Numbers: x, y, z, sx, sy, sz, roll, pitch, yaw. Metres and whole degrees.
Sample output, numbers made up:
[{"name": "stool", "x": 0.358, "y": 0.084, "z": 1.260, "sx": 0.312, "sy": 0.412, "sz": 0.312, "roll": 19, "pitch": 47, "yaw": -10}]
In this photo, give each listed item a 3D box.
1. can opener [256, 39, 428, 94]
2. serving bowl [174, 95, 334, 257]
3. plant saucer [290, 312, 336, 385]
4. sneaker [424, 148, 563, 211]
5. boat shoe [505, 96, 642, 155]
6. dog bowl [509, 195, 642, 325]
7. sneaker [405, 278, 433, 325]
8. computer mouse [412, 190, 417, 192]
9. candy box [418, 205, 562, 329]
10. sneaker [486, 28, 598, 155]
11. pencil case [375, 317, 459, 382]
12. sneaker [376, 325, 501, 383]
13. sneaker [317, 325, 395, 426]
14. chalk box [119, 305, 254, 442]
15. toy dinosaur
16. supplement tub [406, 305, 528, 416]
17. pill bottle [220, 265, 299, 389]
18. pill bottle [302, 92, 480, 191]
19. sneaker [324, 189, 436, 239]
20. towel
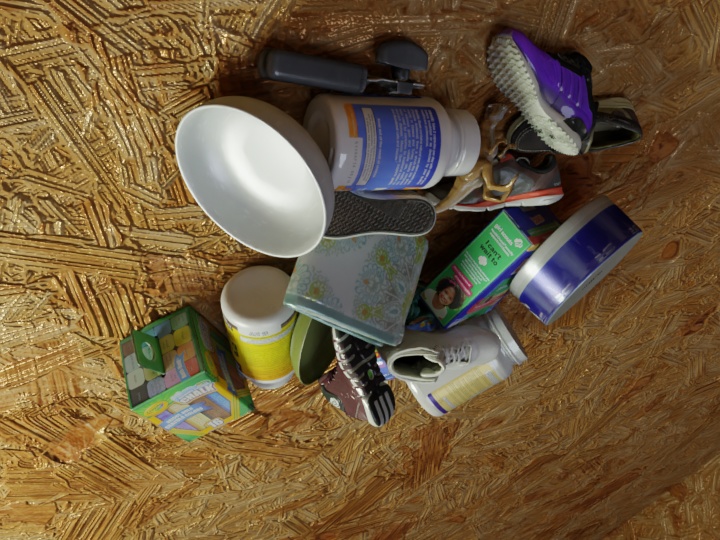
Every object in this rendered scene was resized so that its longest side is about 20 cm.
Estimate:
[{"name": "can opener", "x": -0.014, "y": -0.232, "z": 0.806, "sx": 0.199, "sy": 0.053, "sz": 0.067, "roll": 2, "pitch": 105, "yaw": -30}, {"name": "serving bowl", "x": -0.108, "y": -0.112, "z": 0.812, "sx": 0.066, "sy": 0.199, "sz": 0.201, "roll": -54, "pitch": 162, "yaw": -37}, {"name": "plant saucer", "x": -0.053, "y": 0.073, "z": 1.081, "sx": 0.200, "sy": 0.031, "sz": 0.201, "roll": -58, "pitch": 162, "yaw": -32}, {"name": "sneaker", "x": 0.187, "y": -0.131, "z": 1.031, "sx": 0.199, "sy": 0.077, "sz": 0.082, "roll": -6, "pitch": 103, "yaw": -5}, {"name": "boat shoe", "x": 0.300, "y": -0.193, "z": 1.000, "sx": 0.199, "sy": 0.065, "sz": 0.073, "roll": -14, "pitch": 144, "yaw": -12}, {"name": "dog bowl", "x": 0.322, "y": -0.013, "z": 1.087, "sx": 0.200, "sy": 0.079, "sz": 0.200, "roll": -38, "pitch": 162, "yaw": -14}, {"name": "sneaker", "x": 0.053, "y": 0.046, "z": 1.126, "sx": 0.199, "sy": 0.080, "sz": 0.078, "roll": -3, "pitch": 121, "yaw": -43}, {"name": "computer mouse", "x": 0.018, "y": -0.118, "z": 0.965, "sx": 0.059, "sy": 0.034, "sz": 0.200, "roll": -38, "pitch": 141, "yaw": 20}, {"name": "candy box", "x": 0.210, "y": -0.010, "z": 1.126, "sx": 0.169, "sy": 0.077, "sz": 0.200, "roll": -14, "pitch": 149, "yaw": -54}, {"name": "sneaker", "x": 0.237, "y": -0.244, "z": 0.909, "sx": 0.200, "sy": 0.069, "sz": 0.100, "roll": 42, "pitch": 82, "yaw": -36}, {"name": "pencil case", "x": 0.076, "y": 0.138, "z": 1.224, "sx": 0.199, "sy": 0.087, "sz": 0.078, "roll": -23, "pitch": 141, "yaw": 34}, {"name": "sneaker", "x": 0.127, "y": 0.133, "z": 1.087, "sx": 0.199, "sy": 0.116, "sz": 0.074, "roll": 0, "pitch": 106, "yaw": -8}, {"name": "sneaker", "x": -0.030, "y": 0.137, "z": 1.069, "sx": 0.115, "sy": 0.201, "sz": 0.075, "roll": -8, "pitch": -167, "yaw": 44}, {"name": "chalk box", "x": -0.263, "y": 0.145, "z": 1.061, "sx": 0.123, "sy": 0.125, "sz": 0.200, "roll": -26, "pitch": 145, "yaw": 4}, {"name": "toy dinosaur", "x": 0.153, "y": -0.127, "z": 0.978, "sx": 0.201, "sy": 0.106, "sz": 0.060, "roll": -59, "pitch": 169, "yaw": 14}, {"name": "supplement tub", "x": 0.183, "y": 0.155, "z": 1.302, "sx": 0.199, "sy": 0.146, "sz": 0.145, "roll": -32, "pitch": 143, "yaw": 12}, {"name": "pill bottle", "x": -0.141, "y": 0.093, "z": 1.075, "sx": 0.109, "sy": 0.110, "sz": 0.201, "roll": -15, "pitch": 142, "yaw": -12}, {"name": "pill bottle", "x": 0.040, "y": -0.152, "z": 0.867, "sx": 0.199, "sy": 0.112, "sz": 0.112, "roll": -4, "pitch": 139, "yaw": -26}, {"name": "sneaker", "x": -0.008, "y": -0.080, "z": 0.925, "sx": 0.199, "sy": 0.085, "sz": 0.073, "roll": 8, "pitch": 107, "yaw": -6}, {"name": "towel", "x": 0.000, "y": 0.000, "z": 0.996, "sx": 0.199, "sy": 0.172, "sz": 0.048, "roll": 26, "pitch": 165, "yaw": -36}]
